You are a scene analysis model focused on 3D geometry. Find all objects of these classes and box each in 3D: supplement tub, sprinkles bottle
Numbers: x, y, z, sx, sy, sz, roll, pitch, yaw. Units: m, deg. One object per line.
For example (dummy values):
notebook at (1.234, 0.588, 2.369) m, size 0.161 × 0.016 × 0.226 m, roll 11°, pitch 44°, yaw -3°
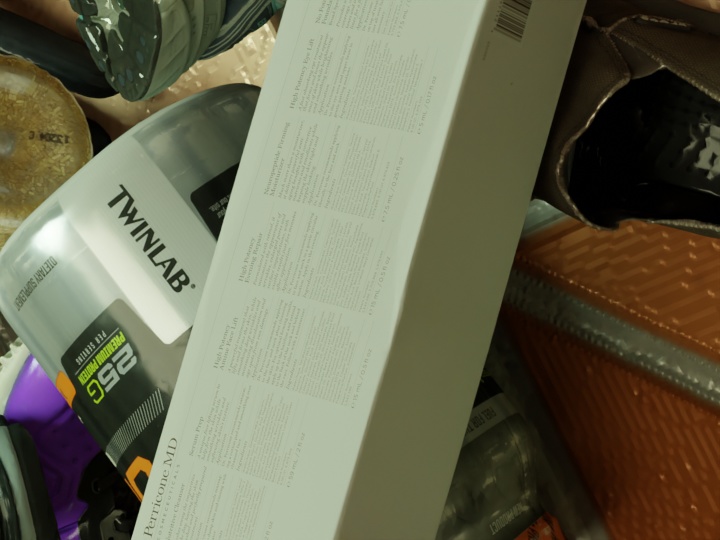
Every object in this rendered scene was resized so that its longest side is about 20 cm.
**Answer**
supplement tub at (-0.024, 0.046, 0.891) m, size 0.200 × 0.122 × 0.123 m, roll 52°, pitch 130°, yaw 9°
sprinkles bottle at (-0.166, -0.011, 0.981) m, size 0.068 × 0.068 × 0.200 m, roll 58°, pitch 145°, yaw 4°

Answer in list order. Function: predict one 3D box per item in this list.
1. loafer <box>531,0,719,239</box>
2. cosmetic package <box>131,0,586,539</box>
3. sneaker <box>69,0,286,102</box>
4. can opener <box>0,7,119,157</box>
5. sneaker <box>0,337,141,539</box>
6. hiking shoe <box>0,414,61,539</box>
loafer at (0.074, -0.052, 0.811) m, size 0.200 × 0.071 × 0.073 m, roll 11°, pitch 114°, yaw 34°
cosmetic package at (0.000, 0.000, 0.791) m, size 0.082 × 0.051 × 0.201 m, roll 14°, pitch 86°, yaw 40°
sneaker at (-0.037, -0.136, 0.831) m, size 0.078 × 0.086 × 0.200 m, roll 57°, pitch 151°, yaw 13°
can opener at (-0.179, -0.093, 0.990) m, size 0.199 × 0.079 × 0.064 m, roll 18°, pitch 126°, yaw 18°
sneaker at (-0.095, 0.097, 1.008) m, size 0.099 × 0.070 × 0.201 m, roll 28°, pitch 128°, yaw 19°
hiking shoe at (-0.194, 0.085, 0.976) m, size 0.200 × 0.087 × 0.075 m, roll -9°, pitch 94°, yaw 55°
